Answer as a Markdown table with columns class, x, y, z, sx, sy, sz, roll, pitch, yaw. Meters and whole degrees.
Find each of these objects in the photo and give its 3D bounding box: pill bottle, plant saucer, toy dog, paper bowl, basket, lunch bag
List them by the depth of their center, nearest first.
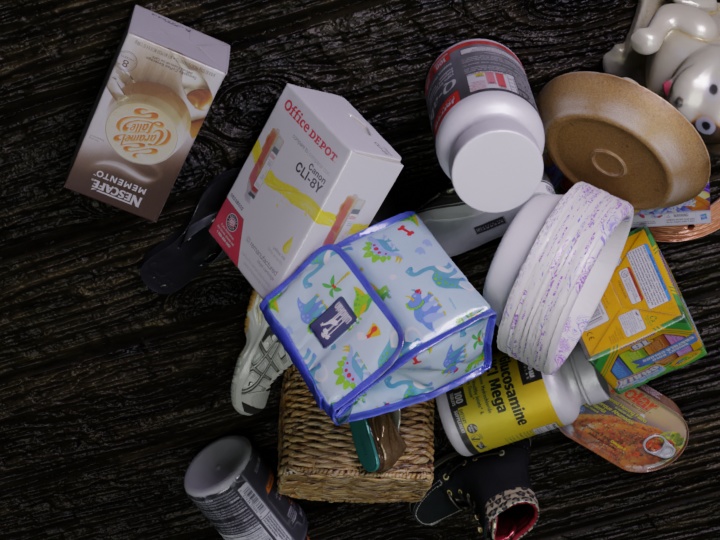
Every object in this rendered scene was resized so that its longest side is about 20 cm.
| class | x | y | z | sx | sy | sz | roll | pitch | yaw |
| --- | --- | --- | --- | --- | --- | --- | --- | --- | --- |
| toy dog | 0.354 | -0.201 | 1.419 | 0.192 | 0.201 | 0.140 | 18 | 121 | -14 |
| lunch bag | 0.016 | 0.054 | 1.425 | 0.199 | 0.170 | 0.128 | -25 | 144 | -17 |
| plant saucer | 0.266 | -0.123 | 1.427 | 0.199 | 0.036 | 0.201 | 27 | 155 | 14 |
| pill bottle | 0.132 | -0.153 | 1.438 | 0.115 | 0.201 | 0.117 | -1 | 123 | -2 |
| paper bowl | 0.202 | 0.001 | 1.448 | 0.104 | 0.201 | 0.202 | 26 | 124 | 17 |
| pill bottle | 0.200 | 0.149 | 1.684 | 0.198 | 0.113 | 0.113 | -20 | 122 | 15 |
| basket | -0.007 | 0.212 | 1.753 | 0.198 | 0.150 | 0.143 | 3 | 156 | -5 |
| pill bottle | -0.138 | 0.318 | 1.788 | 0.105 | 0.107 | 0.201 | -25 | 121 | 13 |

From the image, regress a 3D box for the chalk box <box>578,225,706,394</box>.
| class | x | y | z | sx | sy | sz | roll | pitch | yaw |
| --- | --- | --- | --- | --- | --- | --- | --- | --- | --- |
| chalk box | 0.325 | 0.057 | 1.612 | 0.123 | 0.126 | 0.200 | -26 | 153 | 14 |

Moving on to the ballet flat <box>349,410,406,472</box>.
| class | x | y | z | sx | sy | sz | roll | pitch | yaw |
| --- | --- | --- | --- | --- | --- | --- | --- | --- | --- |
| ballet flat | 0.008 | 0.143 | 1.651 | 0.068 | 0.072 | 0.202 | -18 | 94 | 53 |

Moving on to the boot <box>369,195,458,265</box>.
| class | x | y | z | sx | sy | sz | roll | pitch | yaw |
| --- | --- | --- | --- | --- | --- | --- | --- | --- | --- |
| boot | 0.000 | 0.000 | 1.614 | 0.199 | 0.069 | 0.174 | 36 | 122 | -16 |

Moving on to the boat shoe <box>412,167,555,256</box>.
| class | x | y | z | sx | sy | sz | roll | pitch | yaw |
| --- | --- | --- | --- | --- | --- | --- | --- | --- | --- |
| boat shoe | 0.119 | -0.067 | 1.526 | 0.198 | 0.064 | 0.071 | -16 | 140 | 6 |

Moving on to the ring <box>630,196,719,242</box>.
| class | x | y | z | sx | sy | sz | roll | pitch | yaw |
| --- | --- | --- | --- | --- | --- | --- | --- | --- | --- |
| ring | 0.372 | -0.122 | 1.581 | 0.198 | 0.019 | 0.202 | -2 | 123 | -3 |

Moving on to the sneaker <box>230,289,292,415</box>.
| class | x | y | z | sx | sy | sz | roll | pitch | yaw |
| --- | --- | --- | --- | --- | --- | --- | --- | --- | --- |
| sneaker | -0.102 | 0.103 | 1.657 | 0.087 | 0.076 | 0.201 | 17 | 123 | 5 |

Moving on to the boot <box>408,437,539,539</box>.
| class | x | y | z | sx | sy | sz | roll | pitch | yaw |
| --- | --- | --- | --- | --- | --- | --- | --- | --- | --- |
| boot | 0.146 | 0.301 | 1.763 | 0.203 | 0.154 | 0.073 | -40 | 117 | 21 |

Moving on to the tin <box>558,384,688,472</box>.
| class | x | y | z | sx | sy | sz | roll | pitch | yaw |
| --- | --- | --- | --- | --- | --- | --- | --- | --- | --- |
| tin | 0.337 | 0.190 | 1.772 | 0.199 | 0.042 | 0.112 | 32 | 120 | -21 |

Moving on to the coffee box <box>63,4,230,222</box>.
| class | x | y | z | sx | sy | sz | roll | pitch | yaw |
| --- | --- | --- | --- | --- | --- | --- | --- | --- | --- |
| coffee box | -0.232 | -0.168 | 1.480 | 0.113 | 0.080 | 0.201 | 21 | 120 | -15 |

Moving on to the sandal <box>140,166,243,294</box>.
| class | x | y | z | sx | sy | sz | roll | pitch | yaw |
| --- | --- | --- | --- | --- | --- | --- | --- | --- | --- |
| sandal | -0.179 | -0.037 | 1.590 | 0.076 | 0.043 | 0.200 | 34 | 115 | -23 |

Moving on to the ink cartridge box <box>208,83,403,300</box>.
| class | x | y | z | sx | sy | sz | roll | pitch | yaw |
| --- | --- | --- | --- | --- | --- | --- | --- | --- | --- |
| ink cartridge box | -0.063 | -0.080 | 1.487 | 0.083 | 0.145 | 0.201 | 9 | 119 | -44 |

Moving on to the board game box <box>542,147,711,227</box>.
| class | x | y | z | sx | sy | sz | roll | pitch | yaw |
| --- | --- | --- | --- | --- | --- | --- | --- | --- | --- |
| board game box | 0.291 | -0.116 | 1.539 | 0.198 | 0.045 | 0.135 | -3 | 123 | 14 |
